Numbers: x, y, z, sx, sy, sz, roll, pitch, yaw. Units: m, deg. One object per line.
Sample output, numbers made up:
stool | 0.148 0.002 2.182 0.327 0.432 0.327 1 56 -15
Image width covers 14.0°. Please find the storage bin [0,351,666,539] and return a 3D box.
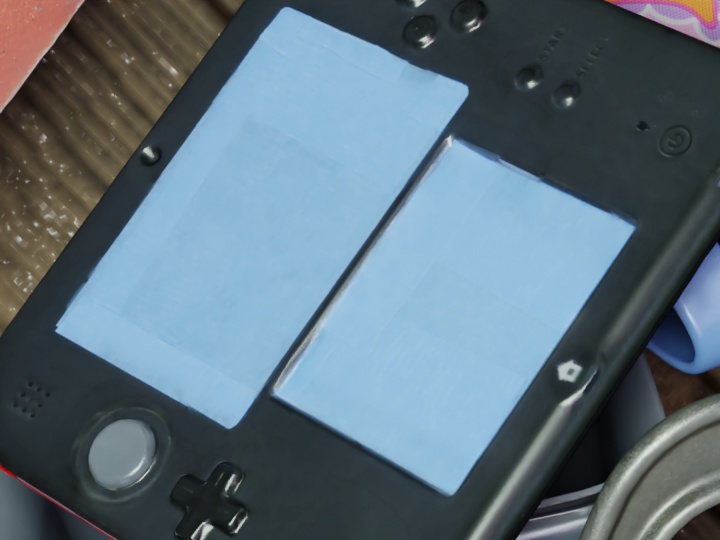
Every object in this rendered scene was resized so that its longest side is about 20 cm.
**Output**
storage bin | -0.003 0.099 0.896 0.200 0.146 0.134 -12 118 1

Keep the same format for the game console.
game console | 0.000 0.000 0.813 0.177 0.031 0.200 26 77 40

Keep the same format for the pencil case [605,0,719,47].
pencil case | 0.136 -0.072 0.880 0.200 0.087 0.087 28 92 -4

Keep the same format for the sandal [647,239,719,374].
sandal | 0.109 -0.001 0.842 0.200 0.080 0.087 13 51 17

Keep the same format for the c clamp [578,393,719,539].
c clamp | 0.134 0.120 0.846 0.200 0.027 0.171 22 107 -27

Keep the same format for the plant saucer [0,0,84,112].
plant saucer | -0.203 -0.073 0.889 0.200 0.037 0.200 38 93 29
